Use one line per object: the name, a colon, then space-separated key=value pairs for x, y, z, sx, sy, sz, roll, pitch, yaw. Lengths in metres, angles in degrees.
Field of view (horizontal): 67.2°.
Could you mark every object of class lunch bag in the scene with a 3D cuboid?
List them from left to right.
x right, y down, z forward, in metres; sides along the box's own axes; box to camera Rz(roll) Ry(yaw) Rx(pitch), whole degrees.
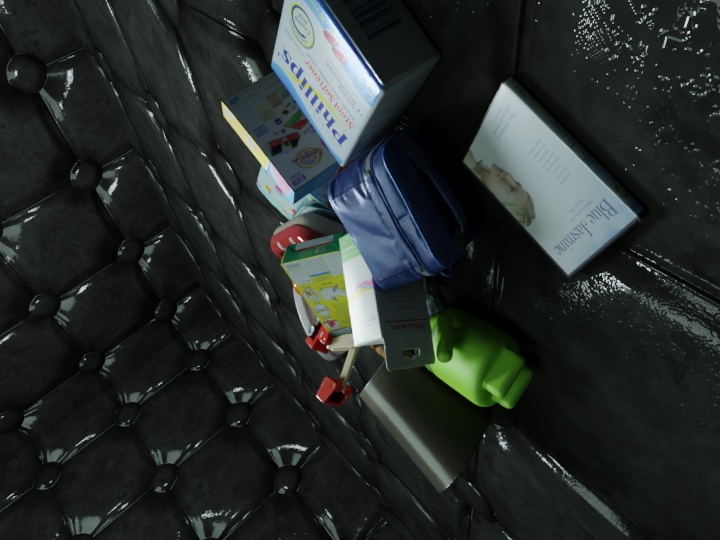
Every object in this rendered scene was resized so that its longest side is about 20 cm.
lunch bag: x=-0.092 y=-0.150 z=1.017 sx=0.201 sy=0.122 sz=0.170 roll=48 pitch=157 yaw=-3
lunch bag: x=0.067 y=-0.079 z=0.736 sx=0.130 sy=0.136 sz=0.204 roll=-24 pitch=103 yaw=44

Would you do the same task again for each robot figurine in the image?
robot figurine: x=0.174 y=0.134 z=0.864 sx=0.198 sy=0.117 sz=0.175 roll=30 pitch=170 yaw=46

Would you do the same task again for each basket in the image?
basket: x=0.105 y=0.236 z=0.930 sx=0.199 sy=0.180 sz=0.138 roll=40 pitch=134 yaw=9

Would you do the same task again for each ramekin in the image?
ramekin: x=-0.057 y=0.081 z=1.188 sx=0.204 sy=0.102 sz=0.202 roll=61 pitch=-168 yaw=-23

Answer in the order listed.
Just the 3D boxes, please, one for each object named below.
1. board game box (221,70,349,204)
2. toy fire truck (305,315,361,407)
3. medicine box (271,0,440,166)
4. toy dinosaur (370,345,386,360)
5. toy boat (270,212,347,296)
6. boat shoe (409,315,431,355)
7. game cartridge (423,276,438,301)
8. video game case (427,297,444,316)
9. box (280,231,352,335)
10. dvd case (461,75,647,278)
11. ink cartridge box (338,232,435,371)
board game box: x=-0.113 y=-0.233 z=0.899 sx=0.202 sy=0.151 sz=0.041 roll=51 pitch=159 yaw=10
toy fire truck: x=-0.038 y=0.130 z=1.014 sx=0.048 sy=0.205 sz=0.140 roll=24 pitch=-173 yaw=-42
medicine box: x=-0.017 y=-0.274 z=0.710 sx=0.185 sy=0.102 sz=0.200 roll=54 pitch=157 yaw=3
toy dinosaur: x=0.028 y=0.129 z=1.041 sx=0.200 sy=0.060 sz=0.107 roll=48 pitch=160 yaw=22
toy boat: x=-0.090 y=-0.019 z=0.984 sx=0.127 sy=0.136 sz=0.198 roll=18 pitch=162 yaw=-28
boat shoe: x=0.084 y=0.098 z=0.955 sx=0.058 sy=0.073 sz=0.202 roll=13 pitch=153 yaw=30
game cartridge: x=0.057 y=-0.049 z=0.915 sx=0.130 sy=0.040 sz=0.206 roll=10 pitch=127 yaw=42
video game case: x=0.101 y=0.069 z=1.051 sx=0.185 sy=0.022 sz=0.199 roll=58 pitch=159 yaw=-5
box: x=-0.036 y=0.033 z=0.908 sx=0.113 sy=0.049 sz=0.203 roll=-10 pitch=131 yaw=23
dvd case: x=0.204 y=-0.097 z=0.610 sx=0.201 sy=0.017 sz=0.144 roll=50 pitch=157 yaw=13
ink cartridge box: x=0.040 y=0.045 z=0.806 sx=0.066 sy=0.114 sz=0.208 roll=-20 pitch=74 yaw=44
